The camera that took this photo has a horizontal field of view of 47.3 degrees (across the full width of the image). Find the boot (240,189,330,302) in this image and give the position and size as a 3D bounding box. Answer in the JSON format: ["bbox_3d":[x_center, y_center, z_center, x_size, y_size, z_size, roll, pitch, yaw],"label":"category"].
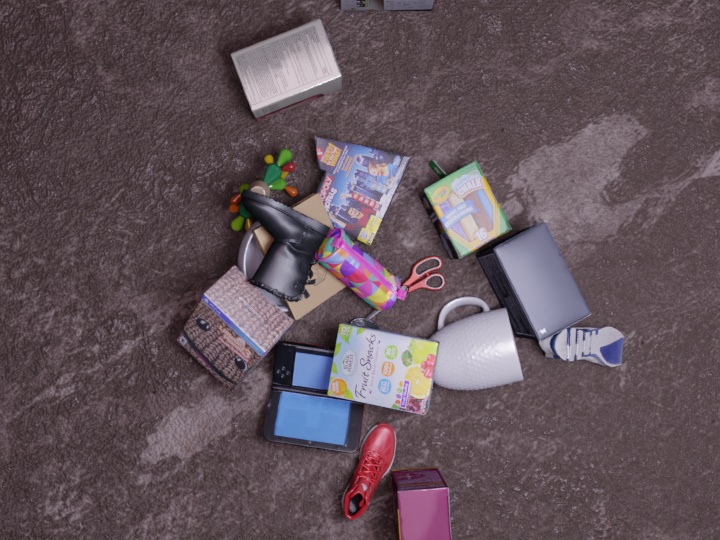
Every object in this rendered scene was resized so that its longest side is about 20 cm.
[{"bbox_3d":[-0.162,-0.043,1.553,0.196,0.073,0.164,25,89,-20],"label":"boot"}]

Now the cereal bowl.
[{"bbox_3d":[-0.164,-0.021,1.668,0.198,0.083,0.203,-3,96,-33],"label":"cereal bowl"}]

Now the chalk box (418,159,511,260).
[{"bbox_3d":[0.200,-0.139,1.676,0.123,0.125,0.202,-27,90,-2],"label":"chalk box"}]

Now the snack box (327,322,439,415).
[{"bbox_3d":[0.046,0.191,1.607,0.197,0.053,0.144,10,89,10],"label":"snack box"}]

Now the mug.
[{"bbox_3d":[0.223,0.145,1.670,0.173,0.148,0.202,-14,58,10],"label":"mug"}]

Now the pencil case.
[{"bbox_3d":[0.000,0.000,1.653,0.199,0.088,0.089,37,87,-29],"label":"pencil case"}]

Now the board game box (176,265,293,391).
[{"bbox_3d":[-0.250,0.118,1.616,0.159,0.200,0.097,43,49,1],"label":"board game box"}]

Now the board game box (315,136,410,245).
[{"bbox_3d":[-0.025,-0.184,1.705,0.198,0.062,0.202,26,89,2],"label":"board game box"}]

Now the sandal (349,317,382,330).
[{"bbox_3d":[0.038,0.188,1.700,0.075,0.048,0.202,-27,88,-3],"label":"sandal"}]

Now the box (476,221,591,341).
[{"bbox_3d":[0.340,0.024,1.637,0.122,0.198,0.202,-27,89,-2],"label":"box"}]

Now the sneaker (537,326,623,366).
[{"bbox_3d":[0.441,0.146,1.696,0.197,0.115,0.082,8,90,-30],"label":"sneaker"}]

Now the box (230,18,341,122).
[{"bbox_3d":[-0.149,-0.407,1.686,0.198,0.109,0.129,-21,88,-2],"label":"box"}]

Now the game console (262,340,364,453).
[{"bbox_3d":[-0.087,0.253,1.656,0.197,0.119,0.174,8,122,-1],"label":"game console"}]

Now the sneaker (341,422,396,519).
[{"bbox_3d":[0.022,0.411,1.659,0.077,0.116,0.203,19,88,0],"label":"sneaker"}]

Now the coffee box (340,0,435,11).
[{"bbox_3d":[0.057,-0.606,1.710,0.197,0.080,0.116,1,88,-1],"label":"coffee box"}]

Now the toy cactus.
[{"bbox_3d":[-0.198,-0.152,1.653,0.200,0.165,0.102,-43,100,5],"label":"toy cactus"}]

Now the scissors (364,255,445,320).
[{"bbox_3d":[0.087,0.035,1.719,0.198,0.014,0.074,-23,93,-5],"label":"scissors"}]

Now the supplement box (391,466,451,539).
[{"bbox_3d":[0.118,0.473,1.618,0.102,0.200,0.133,-3,87,-1],"label":"supplement box"}]

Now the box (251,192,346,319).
[{"bbox_3d":[-0.109,-0.030,1.641,0.163,0.021,0.202,-33,110,-26],"label":"box"}]
